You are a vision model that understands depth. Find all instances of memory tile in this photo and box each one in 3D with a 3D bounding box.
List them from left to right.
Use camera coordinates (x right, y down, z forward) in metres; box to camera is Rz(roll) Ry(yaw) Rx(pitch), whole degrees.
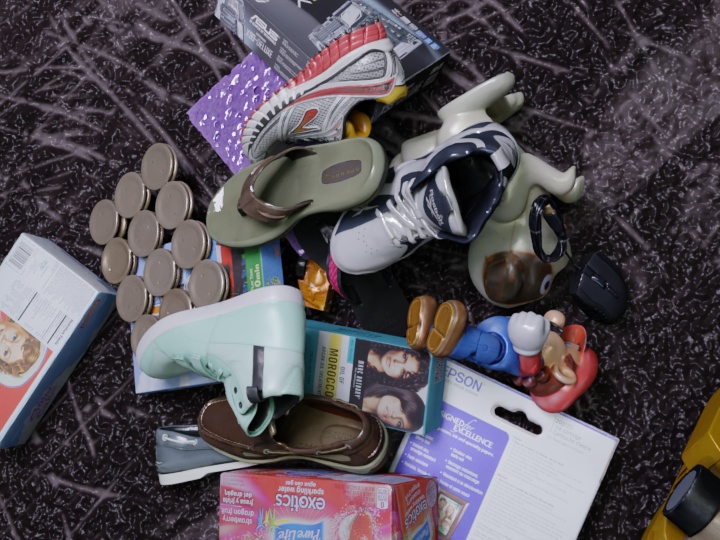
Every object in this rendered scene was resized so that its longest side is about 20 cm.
[{"bbox_3d":[-0.214,-0.018,0.945,0.153,0.017,0.202,-39,64,27],"label":"memory tile"}]

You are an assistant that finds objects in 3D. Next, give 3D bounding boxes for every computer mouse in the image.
[{"bbox_3d":[0.211,-0.006,0.853,0.034,0.200,0.059,22,77,45],"label":"computer mouse"}]

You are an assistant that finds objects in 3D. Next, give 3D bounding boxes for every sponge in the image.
[{"bbox_3d":[-0.078,-0.123,0.925,0.111,0.030,0.201,-41,78,5],"label":"sponge"}]

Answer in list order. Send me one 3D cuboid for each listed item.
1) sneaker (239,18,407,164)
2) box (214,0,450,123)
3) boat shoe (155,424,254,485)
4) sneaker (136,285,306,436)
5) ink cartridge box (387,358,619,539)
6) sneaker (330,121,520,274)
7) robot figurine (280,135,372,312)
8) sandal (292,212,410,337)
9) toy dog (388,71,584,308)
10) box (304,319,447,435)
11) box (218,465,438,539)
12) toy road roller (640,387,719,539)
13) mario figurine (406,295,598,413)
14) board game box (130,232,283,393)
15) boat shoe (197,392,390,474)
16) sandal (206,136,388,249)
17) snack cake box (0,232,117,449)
[{"bbox_3d":[-0.038,-0.143,0.836,0.199,0.078,0.083,-31,94,41],"label":"sneaker"},{"bbox_3d":[-0.028,-0.246,0.936,0.200,0.050,0.157,44,51,11],"label":"box"},{"bbox_3d":[-0.124,0.171,0.936,0.197,0.073,0.063,-16,85,12],"label":"boat shoe"},{"bbox_3d":[-0.134,0.098,0.833,0.198,0.073,0.120,-21,62,30],"label":"sneaker"},{"bbox_3d":[0.129,0.217,0.904,0.196,0.043,0.203,25,90,12],"label":"ink cartridge box"},{"bbox_3d":[0.051,-0.053,0.781,0.197,0.130,0.080,-27,98,11],"label":"sneaker"},{"bbox_3d":[-0.056,-0.066,0.960,0.142,0.058,0.204,14,87,10],"label":"robot figurine"},{"bbox_3d":[0.000,0.000,0.893,0.074,0.045,0.201,-31,119,3],"label":"sandal"},{"bbox_3d":[0.130,-0.063,0.892,0.192,0.140,0.203,-27,82,5],"label":"toy dog"},{"bbox_3d":[-0.014,0.102,0.908,0.197,0.049,0.084,9,96,24],"label":"box"},{"bbox_3d":[-0.032,0.243,0.868,0.197,0.099,0.097,-3,81,30],"label":"box"},{"bbox_3d":[0.344,0.219,0.849,0.122,0.147,0.200,36,53,11],"label":"toy road roller"},{"bbox_3d":[0.144,0.057,0.850,0.197,0.124,0.107,18,121,-28],"label":"mario figurine"},{"bbox_3d":[-0.161,0.041,0.934,0.198,0.036,0.154,-12,80,36],"label":"board game box"},{"bbox_3d":[-0.072,0.142,0.860,0.199,0.075,0.076,1,63,19],"label":"boat shoe"},{"bbox_3d":[-0.068,-0.079,0.819,0.199,0.057,0.081,-19,71,31],"label":"sandal"},{"bbox_3d":[-0.367,0.076,0.987,0.114,0.067,0.201,34,90,9],"label":"snack cake box"}]
